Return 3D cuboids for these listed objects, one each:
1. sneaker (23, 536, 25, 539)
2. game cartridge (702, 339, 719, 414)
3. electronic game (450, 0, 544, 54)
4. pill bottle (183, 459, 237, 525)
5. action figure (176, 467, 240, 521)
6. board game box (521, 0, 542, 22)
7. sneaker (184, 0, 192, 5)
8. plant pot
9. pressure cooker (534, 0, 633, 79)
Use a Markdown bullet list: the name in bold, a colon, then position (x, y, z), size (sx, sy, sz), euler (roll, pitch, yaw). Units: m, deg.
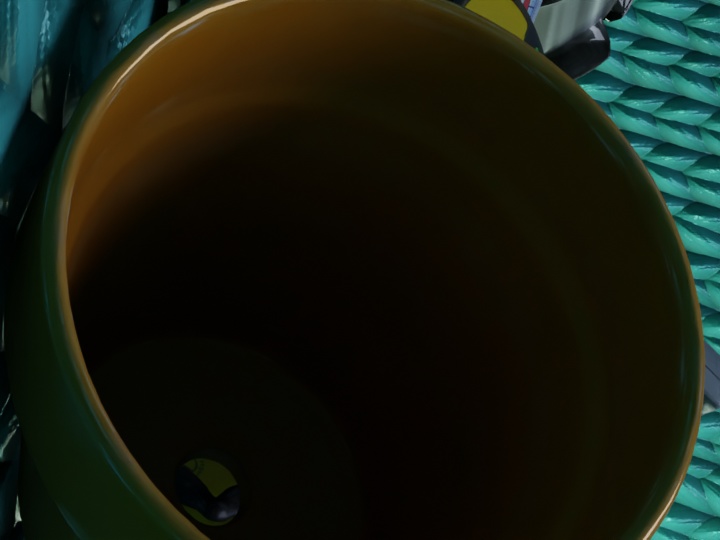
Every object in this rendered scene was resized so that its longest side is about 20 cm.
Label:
- **sneaker**: position (-0.103, 0.163, 0.852), size (0.085, 0.076, 0.201), euler (-64, 171, -50)
- **game cartridge**: position (0.044, 0.027, 0.951), size (0.200, 0.133, 0.041), euler (-26, -152, 56)
- **electronic game**: position (0.056, -0.033, 1.083), size (0.200, 0.041, 0.202), euler (0, 90, -68)
- **pill bottle**: position (-0.022, 0.141, 1.034), size (0.112, 0.198, 0.113), euler (17, 90, -88)
- **action figure**: position (-0.012, 0.089, 0.922), size (0.102, 0.198, 0.120), euler (-61, 168, -67)
- **board game box**: position (0.033, -0.148, 1.128), size (0.200, 0.061, 0.202), euler (5, 101, -62)
- **sneaker**: position (-0.029, -0.067, 0.899), size (0.200, 0.084, 0.073), euler (92, 16, -75)
- **plant pot**: position (-0.025, 0.042, 0.730), size (0.183, 0.199, 0.201), euler (-47, -159, 56)
- **pressure cooker**: position (0.085, -0.211, 1.406), size (0.200, 0.177, 0.177), euler (85, 18, -80)
